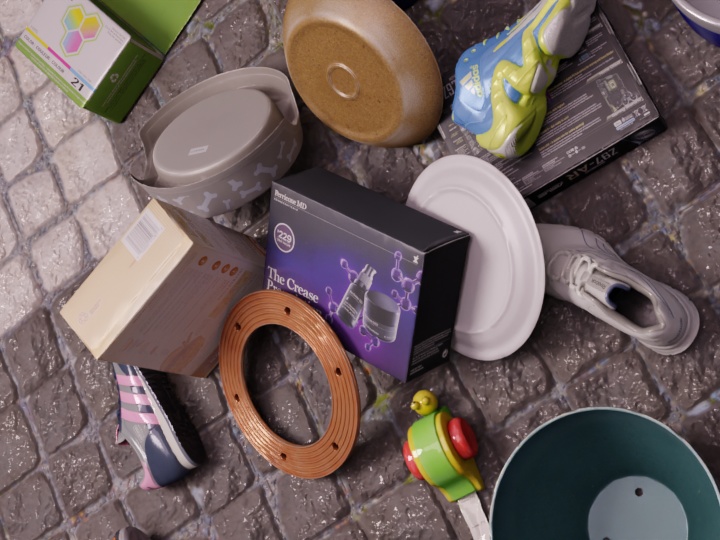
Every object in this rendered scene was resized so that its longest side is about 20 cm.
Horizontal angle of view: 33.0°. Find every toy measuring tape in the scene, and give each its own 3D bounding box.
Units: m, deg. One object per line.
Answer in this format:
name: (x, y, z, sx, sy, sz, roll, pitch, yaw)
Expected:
toy measuring tape: (0.090, 0.207, 1.165, 0.073, 0.073, 0.202, -28, 69, 19)

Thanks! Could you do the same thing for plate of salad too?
plate of salad: (0.112, -0.013, 1.181, 0.199, 0.048, 0.202, 19, 115, 48)

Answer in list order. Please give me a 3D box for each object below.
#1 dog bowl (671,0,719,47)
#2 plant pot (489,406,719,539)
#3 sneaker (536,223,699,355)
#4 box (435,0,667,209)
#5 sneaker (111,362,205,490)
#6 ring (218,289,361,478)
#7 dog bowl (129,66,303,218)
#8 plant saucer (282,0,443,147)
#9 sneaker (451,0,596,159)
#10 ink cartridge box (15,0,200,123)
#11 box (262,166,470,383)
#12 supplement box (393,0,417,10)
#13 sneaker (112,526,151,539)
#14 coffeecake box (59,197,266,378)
dog bowl: (0.375, -0.304, 1.120, 0.198, 0.079, 0.203, -5, 78, 25)
plant pot: (0.228, 0.224, 1.057, 0.198, 0.134, 0.203, -5, 78, 25)
sneaker: (0.220, 0.007, 1.130, 0.199, 0.087, 0.075, 29, 96, 29)
box: (0.179, -0.161, 1.207, 0.199, 0.043, 0.161, -31, 68, 17)
sneaker: (-0.250, 0.147, 1.340, 0.082, 0.070, 0.201, -36, 65, 12)
ring: (-0.072, 0.116, 1.245, 0.199, 0.019, 0.203, 17, 116, 39)
dog bowl: (-0.151, -0.134, 1.304, 0.198, 0.059, 0.201, -18, 38, 15)
plant saucer: (-0.009, -0.199, 1.230, 0.199, 0.201, 0.035, 23, 52, 28)
sneaker: (0.147, -0.214, 1.165, 0.104, 0.076, 0.202, 27, 93, 28)
ink cartridge box: (-0.296, -0.303, 1.446, 0.148, 0.076, 0.201, 40, 100, 26)
box: (0.000, 0.000, 1.203, 0.199, 0.078, 0.143, 26, 119, 34)
supplement box: (-0.034, -0.360, 1.312, 0.108, 0.109, 0.201, -34, 67, 16)
sneaker: (-0.250, 0.383, 1.291, 0.111, 0.077, 0.202, -28, 69, 17)
coffeecake box: (-0.186, 0.025, 1.260, 0.154, 0.200, 0.073, -49, 64, 9)
